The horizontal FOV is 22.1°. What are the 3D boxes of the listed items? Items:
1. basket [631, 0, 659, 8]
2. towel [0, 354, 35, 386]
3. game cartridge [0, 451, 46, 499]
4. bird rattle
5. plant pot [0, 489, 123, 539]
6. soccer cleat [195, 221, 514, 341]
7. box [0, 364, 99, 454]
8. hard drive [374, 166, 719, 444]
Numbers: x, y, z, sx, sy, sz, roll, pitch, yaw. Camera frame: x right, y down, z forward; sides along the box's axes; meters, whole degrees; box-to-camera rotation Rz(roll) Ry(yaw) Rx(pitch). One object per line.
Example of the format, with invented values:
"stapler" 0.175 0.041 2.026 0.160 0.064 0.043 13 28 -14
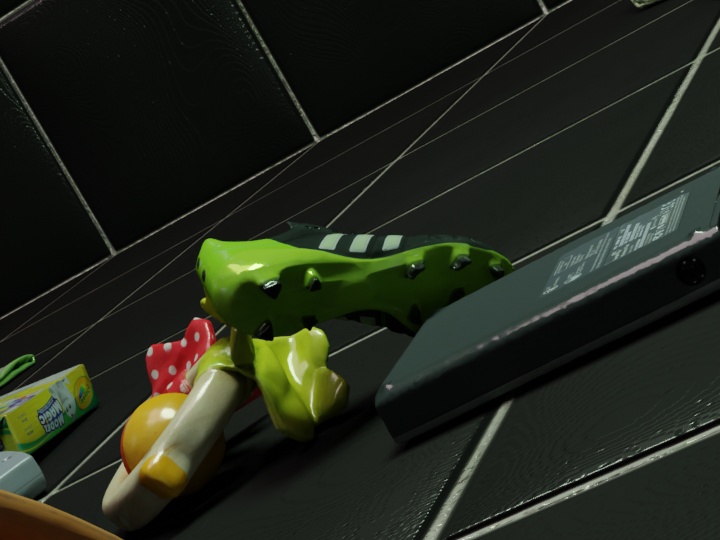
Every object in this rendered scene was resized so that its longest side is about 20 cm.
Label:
"basket" 0.402 -0.426 2.289 0.123 0.136 0.200 -37 9 -27
"towel" -0.540 0.170 2.446 0.199 0.031 0.149 -25 10 34
"game cartridge" -0.336 0.194 1.466 0.133 0.042 0.199 -31 10 -39
"bird rattle" -0.109 0.085 1.127 0.200 0.113 0.163 -25 26 55
"plant pot" -0.071 0.150 0.269 0.140 0.200 0.200 -44 3 20
"soccer cleat" 0.000 0.000 1.072 0.199 0.068 0.081 -1 28 -31
"box" -0.324 0.146 1.643 0.117 0.049 0.200 -22 4 19
"hard drive" 0.109 0.015 0.964 0.199 0.033 0.140 -28 8 21
